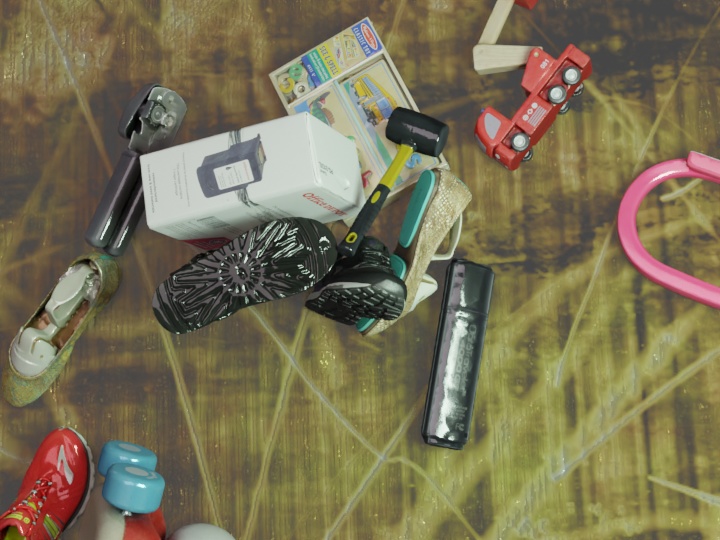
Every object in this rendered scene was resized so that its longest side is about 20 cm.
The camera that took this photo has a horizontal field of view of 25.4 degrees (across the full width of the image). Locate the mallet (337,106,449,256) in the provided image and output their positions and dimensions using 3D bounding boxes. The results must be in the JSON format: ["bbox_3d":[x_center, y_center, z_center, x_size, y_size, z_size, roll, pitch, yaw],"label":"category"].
[{"bbox_3d":[0.037,-0.089,1.680,0.065,0.041,0.201,15,56,11],"label":"mallet"}]

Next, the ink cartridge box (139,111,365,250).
[{"bbox_3d":[-0.112,-0.092,1.704,0.198,0.145,0.085,-13,77,19],"label":"ink cartridge box"}]

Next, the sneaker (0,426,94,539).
[{"bbox_3d":[-0.351,0.265,1.727,0.076,0.085,0.201,20,83,15],"label":"sneaker"}]

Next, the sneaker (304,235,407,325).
[{"bbox_3d":[0.000,0.000,1.657,0.075,0.200,0.088,25,78,-18],"label":"sneaker"}]

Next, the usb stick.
[{"bbox_3d":[0.103,0.087,1.691,0.055,0.033,0.202,13,80,-17],"label":"usb stick"}]

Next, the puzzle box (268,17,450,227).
[{"bbox_3d":[-0.002,-0.165,1.775,0.132,0.025,0.201,-29,74,4],"label":"puzzle box"}]

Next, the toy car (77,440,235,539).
[{"bbox_3d":[-0.194,0.301,1.673,0.198,0.177,0.186,15,95,-14],"label":"toy car"}]

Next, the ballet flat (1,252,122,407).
[{"bbox_3d":[-0.343,0.061,1.779,0.071,0.071,0.200,37,88,17],"label":"ballet flat"}]

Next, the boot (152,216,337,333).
[{"bbox_3d":[-0.124,0.003,1.700,0.210,0.158,0.080,-20,90,0],"label":"boot"}]

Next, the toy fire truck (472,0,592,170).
[{"bbox_3d":[0.173,-0.224,1.738,0.141,0.049,0.200,38,89,17],"label":"toy fire truck"}]

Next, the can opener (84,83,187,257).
[{"bbox_3d":[-0.261,-0.117,1.816,0.067,0.053,0.201,18,82,48],"label":"can opener"}]

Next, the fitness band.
[{"bbox_3d":[0.366,-0.039,1.666,0.199,0.037,0.145,24,87,17],"label":"fitness band"}]

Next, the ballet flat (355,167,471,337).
[{"bbox_3d":[0.063,-0.010,1.702,0.065,0.071,0.201,19,107,-23],"label":"ballet flat"}]
